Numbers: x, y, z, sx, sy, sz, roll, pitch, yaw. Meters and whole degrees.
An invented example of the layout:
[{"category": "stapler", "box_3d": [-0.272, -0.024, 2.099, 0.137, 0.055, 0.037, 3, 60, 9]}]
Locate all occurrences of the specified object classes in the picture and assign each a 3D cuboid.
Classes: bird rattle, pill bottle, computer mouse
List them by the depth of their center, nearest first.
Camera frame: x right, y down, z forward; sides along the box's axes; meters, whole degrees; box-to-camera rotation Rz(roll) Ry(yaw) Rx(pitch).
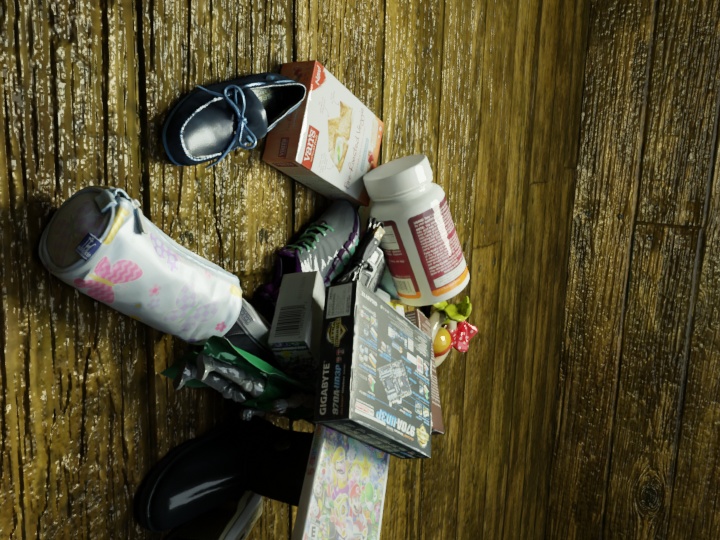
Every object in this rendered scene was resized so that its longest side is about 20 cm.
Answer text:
[{"category": "computer mouse", "box_3d": [0.000, 0.000, 0.823, 0.200, 0.044, 0.110, 76, 38, -75]}, {"category": "pill bottle", "box_3d": [0.080, -0.059, 0.875, 0.114, 0.114, 0.200, -44, 121, -48]}, {"category": "bird rattle", "box_3d": [0.168, 0.132, 1.265, 0.163, 0.113, 0.200, -51, 152, -27]}]

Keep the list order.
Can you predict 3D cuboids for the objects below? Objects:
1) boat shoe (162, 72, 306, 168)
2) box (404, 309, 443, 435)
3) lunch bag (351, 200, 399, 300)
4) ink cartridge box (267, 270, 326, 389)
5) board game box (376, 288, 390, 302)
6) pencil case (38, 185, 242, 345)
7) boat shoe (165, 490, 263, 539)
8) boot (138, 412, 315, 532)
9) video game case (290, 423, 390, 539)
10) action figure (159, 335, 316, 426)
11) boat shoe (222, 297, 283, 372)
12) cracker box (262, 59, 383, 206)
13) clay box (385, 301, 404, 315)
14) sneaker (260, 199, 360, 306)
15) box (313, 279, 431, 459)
[{"category": "boat shoe", "box_3d": [-0.132, -0.179, 0.655, 0.200, 0.069, 0.084, -54, 140, -40]}, {"category": "box", "box_3d": [0.073, 0.176, 0.999, 0.075, 0.100, 0.200, 44, 38, -55]}, {"category": "lunch bag", "box_3d": [0.063, -0.047, 1.012, 0.200, 0.077, 0.161, 50, 53, -48]}, {"category": "ink cartridge box", "box_3d": [-0.053, 0.108, 0.751, 0.109, 0.050, 0.200, -83, 162, -44]}, {"category": "board game box", "box_3d": [-0.003, 0.116, 0.922, 0.153, 0.040, 0.200, 32, 54, -56]}, {"category": "pencil case", "box_3d": [-0.197, 0.002, 0.565, 0.091, 0.083, 0.200, -52, 145, -8]}, {"category": "boat shoe", "box_3d": [-0.173, 0.319, 0.688, 0.200, 0.075, 0.068, -46, 128, -48]}, {"category": "boot", "box_3d": [-0.119, 0.233, 0.667, 0.200, 0.168, 0.077, -30, 119, -55]}, {"category": "video game case", "box_3d": [-0.012, 0.229, 0.661, 0.143, 0.018, 0.200, 50, 37, -39]}, {"category": "action figure", "box_3d": [-0.106, 0.138, 0.663, 0.200, 0.118, 0.055, 30, 50, -38]}, {"category": "boat shoe", "box_3d": [-0.127, 0.104, 0.735, 0.068, 0.072, 0.200, -38, 153, -7]}, {"category": "cracker box", "box_3d": [-0.043, -0.180, 0.824, 0.200, 0.058, 0.134, 21, 78, -59]}, {"category": "clay box", "box_3d": [0.023, 0.102, 0.845, 0.200, 0.048, 0.115, 20, 63, -70]}, {"category": "sneaker", "box_3d": [-0.064, -0.028, 0.809, 0.088, 0.074, 0.200, 49, 55, -47]}, {"category": "box", "box_3d": [0.024, 0.124, 0.705, 0.200, 0.046, 0.159, 40, 46, -49]}]
